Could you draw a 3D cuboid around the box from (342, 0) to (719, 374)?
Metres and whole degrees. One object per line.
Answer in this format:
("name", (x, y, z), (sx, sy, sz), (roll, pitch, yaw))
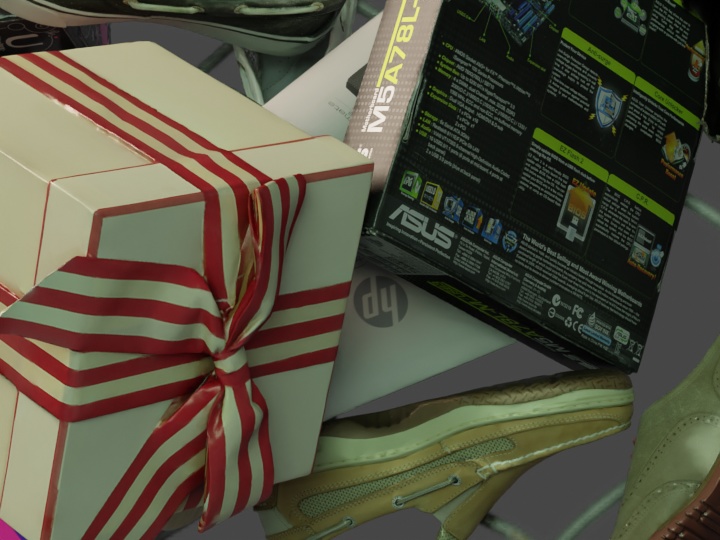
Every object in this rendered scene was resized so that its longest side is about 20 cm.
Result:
("box", (0.085, -0.072, 1.214), (0.047, 0.199, 0.194), (0, 70, 47))

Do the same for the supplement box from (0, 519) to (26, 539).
("supplement box", (-0.214, 0.179, 1.249), (0.200, 0.103, 0.101), (-41, 69, -4))

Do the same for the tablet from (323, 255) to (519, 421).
("tablet", (0.000, 0.000, 1.262), (0.199, 0.014, 0.131), (-21, 72, -18))

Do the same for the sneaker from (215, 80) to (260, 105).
("sneaker", (-0.129, -0.054, 1.269), (0.198, 0.075, 0.079), (-4, 84, 11))

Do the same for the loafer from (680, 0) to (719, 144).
("loafer", (0.197, -0.150, 1.238), (0.071, 0.073, 0.202), (-6, 92, -33))

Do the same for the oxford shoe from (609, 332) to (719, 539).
("oxford shoe", (0.157, 0.111, 1.219), (0.200, 0.070, 0.075), (-51, 44, -4))

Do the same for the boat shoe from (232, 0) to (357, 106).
("boat shoe", (-0.037, -0.145, 1.324), (0.070, 0.069, 0.201), (-12, 72, 8))

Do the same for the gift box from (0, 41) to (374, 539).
("gift box", (-0.119, 0.017, 1.119), (0.186, 0.199, 0.186), (30, 125, 37))

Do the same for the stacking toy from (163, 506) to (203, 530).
("stacking toy", (-0.152, 0.047, 1.290), (0.199, 0.085, 0.086), (33, 83, 24))

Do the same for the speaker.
("speaker", (0.029, -0.093, 1.245), (0.081, 0.081, 0.200), (36, 55, 19))

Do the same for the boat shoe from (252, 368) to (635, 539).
("boat shoe", (0.044, 0.101, 1.242), (0.199, 0.072, 0.077), (-14, 85, 16))

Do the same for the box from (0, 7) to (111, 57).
("box", (-0.200, -0.199, 1.343), (0.114, 0.132, 0.201), (-5, 73, 7))

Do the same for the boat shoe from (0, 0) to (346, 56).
("boat shoe", (-0.101, -0.157, 1.239), (0.199, 0.064, 0.071), (8, 71, -15))
